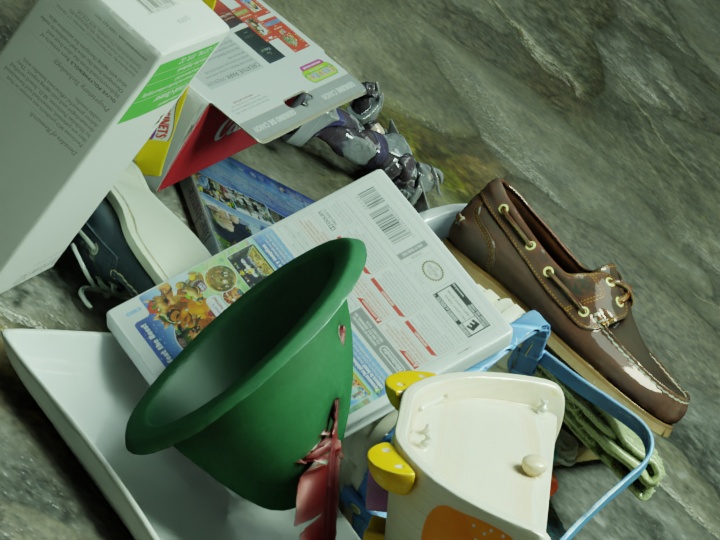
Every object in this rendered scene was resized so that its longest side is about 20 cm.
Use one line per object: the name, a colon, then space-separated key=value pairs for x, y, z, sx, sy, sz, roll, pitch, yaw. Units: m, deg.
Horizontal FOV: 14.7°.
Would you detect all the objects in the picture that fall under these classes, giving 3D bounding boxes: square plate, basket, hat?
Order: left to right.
square plate: x=-0.100 y=0.114 z=1.625 sx=0.200 sy=0.028 sz=0.198 roll=51 pitch=23 yaw=25
hat: x=-0.021 y=0.111 z=1.569 sx=0.176 sy=0.200 sz=0.166 roll=50 pitch=-17 yaw=-14
basket: x=0.057 y=0.103 z=1.717 sx=0.200 sy=0.139 sz=0.176 roll=40 pitch=61 yaw=11

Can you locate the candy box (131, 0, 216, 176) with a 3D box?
candy box: x=-0.118 y=-0.158 z=1.756 sx=0.026 sy=0.200 sz=0.103 roll=4 pitch=56 yaw=-15

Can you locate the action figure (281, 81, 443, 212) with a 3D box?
action figure: x=-0.002 y=-0.101 z=2.167 sx=0.199 sy=0.069 sz=0.130 roll=26 pitch=20 yaw=-40

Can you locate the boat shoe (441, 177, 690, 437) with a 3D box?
boat shoe: x=0.138 y=0.021 z=1.787 sx=0.200 sy=0.070 sz=0.070 roll=42 pitch=6 yaw=16

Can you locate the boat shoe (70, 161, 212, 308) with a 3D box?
boat shoe: x=-0.152 y=-0.018 z=1.747 sx=0.200 sy=0.062 sz=0.075 roll=49 pitch=20 yaw=29

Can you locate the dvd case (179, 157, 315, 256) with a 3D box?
dvd case: x=-0.058 y=-0.010 z=1.957 sx=0.142 sy=0.018 sz=0.200 roll=27 pitch=24 yaw=-33

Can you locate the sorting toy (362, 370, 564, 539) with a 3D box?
sorting toy: x=0.041 y=0.169 z=1.559 sx=0.106 sy=0.181 sz=0.200 roll=15 pitch=21 yaw=1

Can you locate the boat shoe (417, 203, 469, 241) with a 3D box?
boat shoe: x=0.000 y=0.000 z=1.846 sx=0.199 sy=0.074 sz=0.065 roll=-21 pitch=32 yaw=-25

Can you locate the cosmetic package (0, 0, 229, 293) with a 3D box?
cosmetic package: x=-0.180 y=-0.087 z=1.646 sx=0.085 sy=0.200 sz=0.108 roll=41 pitch=24 yaw=6

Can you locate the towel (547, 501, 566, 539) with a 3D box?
towel: x=0.055 y=0.129 z=1.874 sx=0.199 sy=0.022 sz=0.147 roll=27 pitch=25 yaw=-34

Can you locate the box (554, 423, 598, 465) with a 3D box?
box: x=0.114 y=0.080 z=2.038 sx=0.163 sy=0.021 sz=0.200 roll=45 pitch=17 yaw=20

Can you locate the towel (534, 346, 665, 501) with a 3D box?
towel: x=0.141 y=0.081 z=1.899 sx=0.148 sy=0.036 sz=0.200 roll=46 pitch=1 yaw=-10

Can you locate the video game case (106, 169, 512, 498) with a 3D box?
video game case: x=-0.030 y=0.034 z=1.659 sx=0.199 sy=0.018 sz=0.143 roll=-28 pitch=62 yaw=-22

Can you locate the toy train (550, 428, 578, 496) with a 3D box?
toy train: x=0.070 y=0.067 z=1.883 sx=0.200 sy=0.056 sz=0.150 roll=36 pitch=27 yaw=2

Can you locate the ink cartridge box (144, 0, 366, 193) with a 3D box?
ink cartridge box: x=-0.114 y=-0.131 z=1.966 sx=0.175 sy=0.084 sz=0.200 roll=38 pitch=26 yaw=10
